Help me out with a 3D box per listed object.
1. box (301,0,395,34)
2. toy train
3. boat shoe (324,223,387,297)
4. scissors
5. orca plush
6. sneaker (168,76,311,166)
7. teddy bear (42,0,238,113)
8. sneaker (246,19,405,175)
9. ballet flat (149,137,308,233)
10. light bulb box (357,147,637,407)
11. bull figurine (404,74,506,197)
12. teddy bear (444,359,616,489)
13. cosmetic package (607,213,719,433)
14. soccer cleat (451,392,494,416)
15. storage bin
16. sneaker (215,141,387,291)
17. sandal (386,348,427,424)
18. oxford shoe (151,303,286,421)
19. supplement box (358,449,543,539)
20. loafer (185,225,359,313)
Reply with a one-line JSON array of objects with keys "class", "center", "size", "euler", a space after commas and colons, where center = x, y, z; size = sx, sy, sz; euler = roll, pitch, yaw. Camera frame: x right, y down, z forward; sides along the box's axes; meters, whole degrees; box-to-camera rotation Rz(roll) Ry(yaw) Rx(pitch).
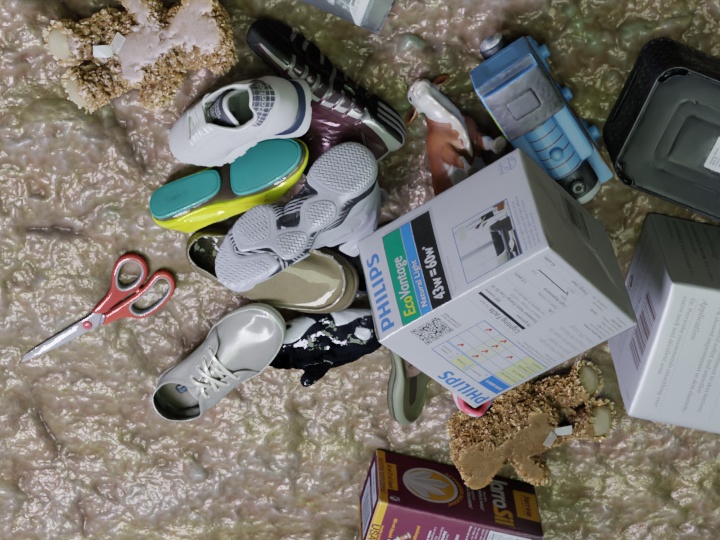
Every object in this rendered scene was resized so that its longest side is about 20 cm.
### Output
[{"class": "box", "center": [-0.039, -0.346, 1.609], "size": [0.198, 0.050, 0.159], "euler": [22, 114, -12]}, {"class": "toy train", "center": [0.184, -0.150, 1.674], "size": [0.086, 0.115, 0.201], "euler": [-30, 113, 14]}, {"class": "boat shoe", "center": [0.000, 0.000, 1.772], "size": [0.198, 0.066, 0.071], "euler": [-16, 116, 7]}, {"class": "scissors", "center": [-0.290, 0.058, 1.825], "size": [0.073, 0.014, 0.200], "euler": [41, 108, -21]}, {"class": "orca plush", "center": [-0.067, 0.089, 1.793], "size": [0.197, 0.072, 0.106], "euler": [2, 146, -2]}, {"class": "sneaker", "center": [-0.138, -0.154, 1.645], "size": [0.199, 0.080, 0.077], "euler": [-18, 80, 45]}, {"class": "teddy bear", "center": [-0.221, -0.229, 1.654], "size": [0.199, 0.067, 0.146], "euler": [-31, 104, 19]}, {"class": "sneaker", "center": [-0.059, -0.159, 1.691], "size": [0.199, 0.076, 0.116], "euler": [37, 118, -14]}, {"class": "ballet flat", "center": [-0.128, -0.086, 1.721], "size": [0.198, 0.068, 0.067], "euler": [-19, 147, 24]}, {"class": "light bulb box", "center": [0.136, 0.013, 1.635], "size": [0.199, 0.126, 0.198], "euler": [-29, 142, 22]}, {"class": "bull figurine", "center": [0.105, -0.108, 1.703], "size": [0.065, 0.121, 0.202], "euler": [-26, 124, -14]}, {"class": "teddy bear", "center": [0.194, 0.173, 1.871], "size": [0.199, 0.067, 0.145], "euler": [-38, 116, 9]}, {"class": "cosmetic package", "center": [0.389, 0.064, 1.756], "size": [0.197, 0.167, 0.169], "euler": [12, 116, -6]}, {"class": "soccer cleat", "center": [0.135, 0.060, 1.785], "size": [0.066, 0.077, 0.203], "euler": [7, 103, -4]}, {"class": "storage bin", "center": [0.366, -0.137, 1.697], "size": [0.198, 0.094, 0.136], "euler": [20, 114, -10]}, {"class": "sneaker", "center": [-0.053, -0.037, 1.680], "size": [0.200, 0.075, 0.115], "euler": [-41, 153, -1]}, {"class": "sandal", "center": [0.068, 0.088, 1.802], "size": [0.057, 0.080, 0.203], "euler": [23, 135, 29]}, {"class": "oxford shoe", "center": [-0.154, 0.105, 1.765], "size": [0.199, 0.058, 0.075], "euler": [-36, 104, 30]}, {"class": "supplement box", "center": [0.102, 0.290, 1.894], "size": [0.198, 0.111, 0.086], "euler": [13, 115, -8]}, {"class": "loafer", "center": [-0.100, 0.003, 1.738], "size": [0.198, 0.067, 0.077], "euler": [11, 99, 15]}]
